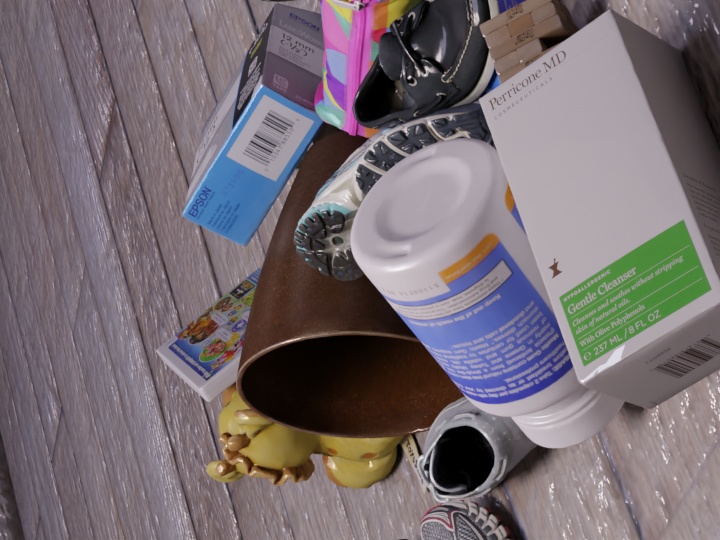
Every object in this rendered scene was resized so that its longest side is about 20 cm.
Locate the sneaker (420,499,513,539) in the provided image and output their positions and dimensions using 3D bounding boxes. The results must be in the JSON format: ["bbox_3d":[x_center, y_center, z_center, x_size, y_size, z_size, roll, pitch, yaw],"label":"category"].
[{"bbox_3d":[0.088,0.251,1.637,0.200,0.074,0.081,-118,29,-44],"label":"sneaker"}]

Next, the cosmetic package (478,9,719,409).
[{"bbox_3d":[0.157,-0.035,1.282,0.107,0.085,0.201,-35,58,26],"label":"cosmetic package"}]

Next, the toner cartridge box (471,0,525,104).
[{"bbox_3d":[0.095,-0.176,1.536,0.095,0.043,0.201,129,132,-64],"label":"toner cartridge box"}]

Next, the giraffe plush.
[{"bbox_3d":[-0.050,0.124,1.864,0.200,0.161,0.173,-122,32,-52],"label":"giraffe plush"}]

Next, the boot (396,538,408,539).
[{"bbox_3d":[0.026,0.318,1.855,0.200,0.070,0.147,122,136,-61],"label":"boot"}]

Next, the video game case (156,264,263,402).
[{"bbox_3d":[-0.075,0.028,1.885,0.018,0.200,0.143,55,170,-22],"label":"video game case"}]

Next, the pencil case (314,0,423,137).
[{"bbox_3d":[0.006,-0.180,1.628,0.200,0.088,0.089,90,164,-58],"label":"pencil case"}]

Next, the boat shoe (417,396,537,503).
[{"bbox_3d":[0.076,0.132,1.619,0.070,0.071,0.201,54,154,6],"label":"boat shoe"}]

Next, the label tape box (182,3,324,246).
[{"bbox_3d":[-0.080,-0.137,1.814,0.144,0.066,0.201,-56,18,32],"label":"label tape box"}]

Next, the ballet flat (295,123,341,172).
[{"bbox_3d":[-0.022,-0.084,1.856,0.070,0.069,0.201,107,155,-49],"label":"ballet flat"}]

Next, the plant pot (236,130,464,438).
[{"bbox_3d":[0.000,0.000,1.698,0.187,0.186,0.201,119,155,-59],"label":"plant pot"}]

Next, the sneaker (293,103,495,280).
[{"bbox_3d":[0.027,-0.076,1.550,0.200,0.078,0.087,-32,27,42],"label":"sneaker"}]

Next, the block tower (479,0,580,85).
[{"bbox_3d":[0.137,-0.078,1.399,0.054,0.058,0.201,33,-144,-56],"label":"block tower"}]

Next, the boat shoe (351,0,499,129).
[{"bbox_3d":[0.040,-0.147,1.535,0.199,0.066,0.075,141,122,-69],"label":"boat shoe"}]

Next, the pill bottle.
[{"bbox_3d":[0.089,0.021,1.398,0.200,0.112,0.112,51,180,-34],"label":"pill bottle"}]
